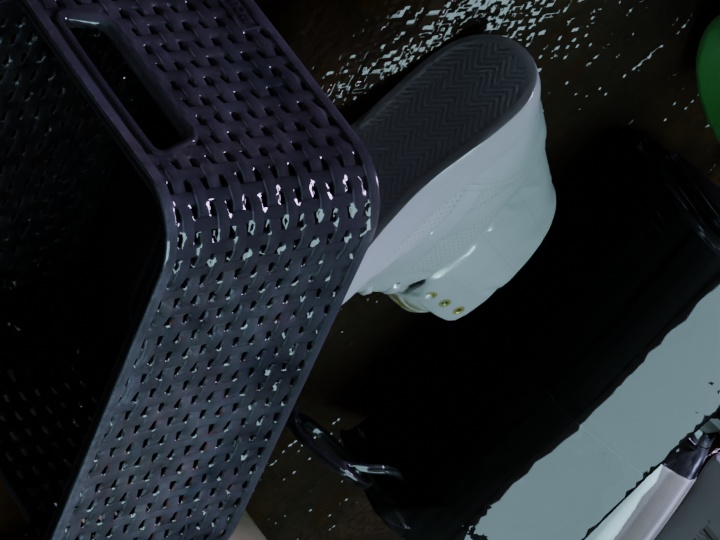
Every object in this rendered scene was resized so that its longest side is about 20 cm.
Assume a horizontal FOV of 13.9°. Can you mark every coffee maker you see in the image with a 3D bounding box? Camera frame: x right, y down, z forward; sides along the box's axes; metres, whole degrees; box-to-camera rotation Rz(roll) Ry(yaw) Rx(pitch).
[{"bbox_3d":[0.100,0.049,1.330,0.200,0.135,0.192,-48,143,13],"label":"coffee maker"}]

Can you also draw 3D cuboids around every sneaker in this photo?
[{"bbox_3d":[0.000,0.000,1.223,0.199,0.074,0.116,-34,146,-9],"label":"sneaker"}]

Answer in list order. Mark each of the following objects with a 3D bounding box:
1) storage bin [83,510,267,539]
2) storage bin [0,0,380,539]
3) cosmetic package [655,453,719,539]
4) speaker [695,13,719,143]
[{"bbox_3d":[-0.074,0.227,1.329,0.093,0.200,0.199,-16,144,-35],"label":"storage bin"},{"bbox_3d":[-0.090,0.002,1.069,0.093,0.135,0.201,-10,140,-37],"label":"storage bin"},{"bbox_3d":[0.259,0.164,1.709,0.199,0.081,0.113,-1,134,-47],"label":"cosmetic package"},{"bbox_3d":[0.249,-0.105,1.328,0.199,0.089,0.089,-19,145,-29],"label":"speaker"}]
